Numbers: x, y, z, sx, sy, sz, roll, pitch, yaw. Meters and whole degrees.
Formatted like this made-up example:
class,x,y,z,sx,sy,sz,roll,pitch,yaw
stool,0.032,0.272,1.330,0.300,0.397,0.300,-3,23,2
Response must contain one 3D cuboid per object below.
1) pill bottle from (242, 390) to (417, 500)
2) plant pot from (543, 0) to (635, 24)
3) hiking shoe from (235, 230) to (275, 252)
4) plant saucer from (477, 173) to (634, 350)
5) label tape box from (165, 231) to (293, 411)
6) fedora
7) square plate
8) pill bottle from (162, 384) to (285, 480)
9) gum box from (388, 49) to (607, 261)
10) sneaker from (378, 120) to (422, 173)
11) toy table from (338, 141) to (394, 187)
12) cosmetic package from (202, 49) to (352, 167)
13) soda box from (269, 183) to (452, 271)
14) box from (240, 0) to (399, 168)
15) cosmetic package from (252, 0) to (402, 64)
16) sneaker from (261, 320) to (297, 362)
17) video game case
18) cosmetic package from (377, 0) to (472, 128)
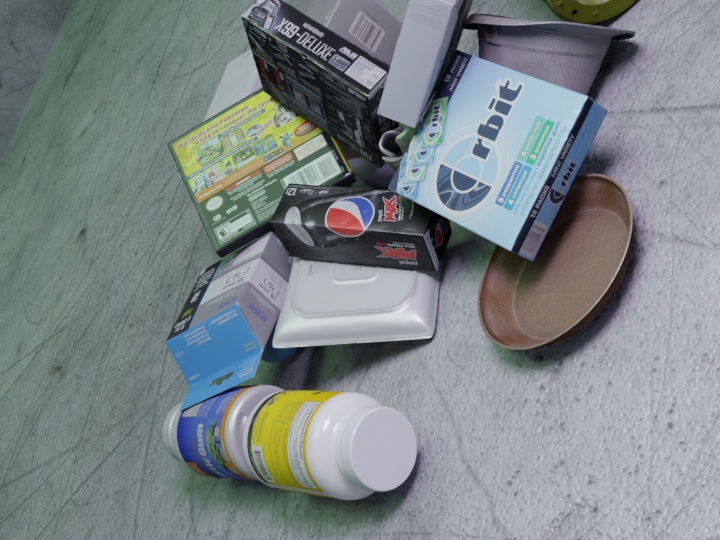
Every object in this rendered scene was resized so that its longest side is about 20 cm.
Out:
class,x,y,z,sx,sy,sz,roll,pitch,yaw
pill bottle,-0.032,0.186,1.289,0.200,0.112,0.113,-6,56,54
plant pot,0.247,-0.394,1.400,0.200,0.200,0.194,-41,43,26
hiking shoe,-0.123,-0.001,1.682,0.200,0.075,0.101,-38,40,47
plant saucer,0.201,-0.003,1.203,0.200,0.037,0.201,-37,34,30
label tape box,-0.166,0.060,1.487,0.144,0.063,0.201,-27,29,37
fedora,0.203,-0.235,1.349,0.200,0.176,0.091,21,108,48
square plate,0.000,0.000,1.424,0.197,0.029,0.201,-5,49,18
pill bottle,-0.163,0.199,1.477,0.200,0.112,0.113,-11,51,53
gum box,0.139,-0.125,1.263,0.200,0.044,0.171,30,97,45
sneaker,0.061,-0.138,1.447,0.200,0.091,0.076,127,157,-71
toy table,0.022,-0.197,1.600,0.200,0.117,0.185,-21,44,48
cosmetic package,-0.114,-0.178,1.701,0.123,0.199,0.201,-18,46,49
soda box,0.000,-0.052,1.399,0.199,0.071,0.064,5,54,26
box,-0.043,-0.227,1.446,0.200,0.158,0.050,35,72,21
cosmetic package,-0.043,-0.295,1.572,0.200,0.107,0.091,4,64,58
sneaker,-0.055,0.045,1.507,0.200,0.079,0.131,-55,27,3
video game case,-0.128,-0.139,1.535,0.199,0.026,0.181,-29,64,5
cosmetic package,0.083,-0.271,1.335,0.200,0.051,0.151,-63,-6,-53
